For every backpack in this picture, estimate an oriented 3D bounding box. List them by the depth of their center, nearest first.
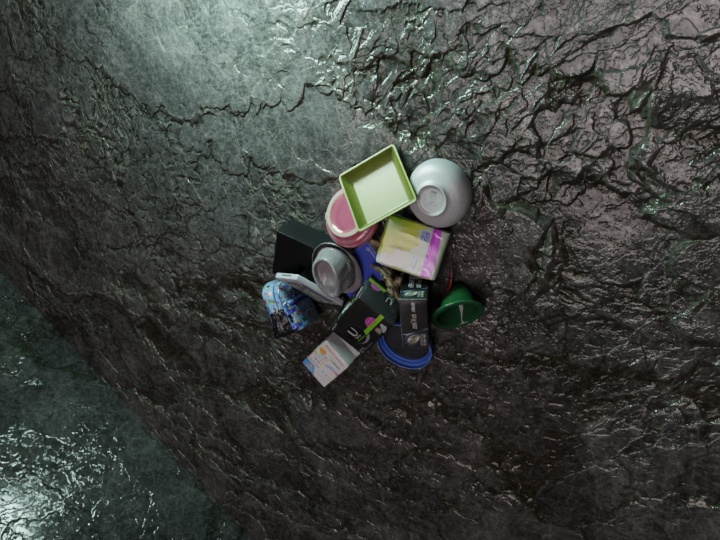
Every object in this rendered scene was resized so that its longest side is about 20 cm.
[{"bbox_3d":[-0.261,0.121,1.973,0.133,0.182,0.204,-23,90,29],"label":"backpack"}]

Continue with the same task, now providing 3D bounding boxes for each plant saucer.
[{"bbox_3d":[0.054,-0.237,1.602,0.197,0.048,0.203,-27,68,16],"label":"plant saucer"},{"bbox_3d":[-0.033,-0.175,1.693,0.197,0.050,0.206,-6,78,31],"label":"plant saucer"}]

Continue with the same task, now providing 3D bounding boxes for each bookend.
[{"bbox_3d":[-0.196,-0.049,1.892,0.196,0.093,0.201,24,133,9],"label":"bookend"}]

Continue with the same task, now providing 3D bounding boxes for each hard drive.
[{"bbox_3d":[0.000,0.000,1.786,0.199,0.025,0.133,-34,93,38],"label":"hard drive"}]

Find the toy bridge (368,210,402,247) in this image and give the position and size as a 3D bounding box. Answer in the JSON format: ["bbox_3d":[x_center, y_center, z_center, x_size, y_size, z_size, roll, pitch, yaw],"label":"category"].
[{"bbox_3d":[0.091,-0.161,1.675,0.066,0.027,0.203,15,113,-21],"label":"toy bridge"}]

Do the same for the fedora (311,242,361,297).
[{"bbox_3d":[-0.091,0.014,1.755,0.173,0.091,0.204,1,122,27],"label":"fedora"}]

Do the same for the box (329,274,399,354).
[{"bbox_3d":[0.021,0.146,1.771,0.147,0.125,0.200,37,132,-6],"label":"box"}]

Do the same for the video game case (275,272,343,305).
[{"bbox_3d":[-0.178,0.064,1.869,0.198,0.024,0.181,31,167,-28],"label":"video game case"}]

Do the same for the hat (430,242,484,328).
[{"bbox_3d":[0.292,0.057,1.684,0.200,0.163,0.179,-44,44,44],"label":"hat"}]

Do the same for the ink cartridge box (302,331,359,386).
[{"bbox_3d":[-0.094,0.305,1.989,0.129,0.125,0.200,46,129,2],"label":"ink cartridge box"}]

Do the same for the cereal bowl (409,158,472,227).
[{"bbox_3d":[0.218,-0.214,1.560,0.196,0.083,0.204,15,121,26],"label":"cereal bowl"}]

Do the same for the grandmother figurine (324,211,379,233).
[{"bbox_3d":[-0.032,-0.161,1.759,0.196,0.060,0.124,12,99,30],"label":"grandmother figurine"}]

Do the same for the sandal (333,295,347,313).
[{"bbox_3d":[-0.063,0.117,1.921,0.202,0.042,0.076,54,153,7],"label":"sandal"}]

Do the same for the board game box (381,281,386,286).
[{"bbox_3d":[0.036,0.074,1.845,0.150,0.040,0.204,-7,110,34],"label":"board game box"}]

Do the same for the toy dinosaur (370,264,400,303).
[{"bbox_3d":[0.101,0.052,1.680,0.057,0.101,0.203,-29,81,-5],"label":"toy dinosaur"}]

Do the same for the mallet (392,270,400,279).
[{"bbox_3d":[0.131,-0.032,1.738,0.066,0.041,0.201,41,132,4],"label":"mallet"}]

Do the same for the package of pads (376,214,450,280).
[{"bbox_3d":[0.156,-0.069,1.632,0.196,0.068,0.158,19,103,8],"label":"package of pads"}]

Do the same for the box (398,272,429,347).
[{"bbox_3d":[0.173,0.113,1.672,0.084,0.201,0.167,-1,116,11],"label":"box"}]

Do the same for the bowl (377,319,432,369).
[{"bbox_3d":[0.153,0.249,1.841,0.196,0.040,0.204,15,132,17],"label":"bowl"}]
